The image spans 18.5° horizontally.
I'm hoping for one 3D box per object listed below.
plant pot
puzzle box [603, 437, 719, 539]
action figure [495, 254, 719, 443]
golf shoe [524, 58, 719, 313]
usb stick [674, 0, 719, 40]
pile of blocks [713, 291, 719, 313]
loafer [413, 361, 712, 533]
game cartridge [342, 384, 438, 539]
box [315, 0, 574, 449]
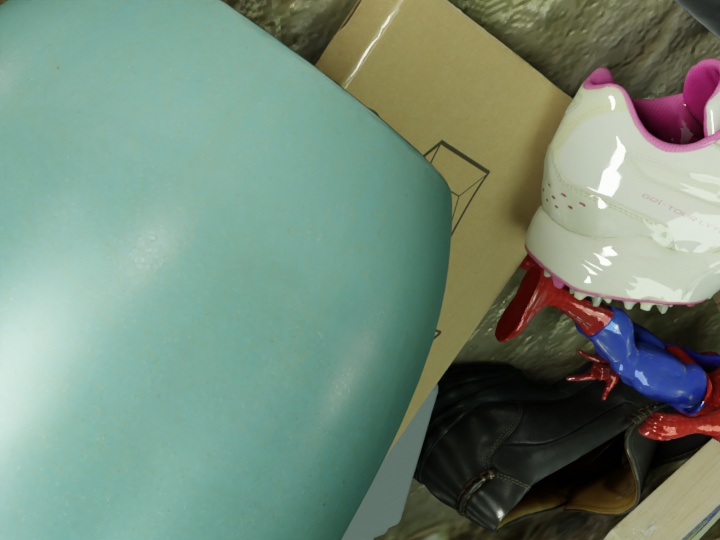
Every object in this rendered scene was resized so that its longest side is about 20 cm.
[{"bbox_3d":[-0.067,0.005,0.664,0.161,0.200,0.201,-54,146,-2],"label":"plant pot"},{"bbox_3d":[0.143,0.133,1.083,0.133,0.025,0.200,-37,165,-28],"label":"puzzle box"},{"bbox_3d":[0.128,0.045,0.950,0.200,0.065,0.052,25,101,-32],"label":"action figure"},{"bbox_3d":[0.164,-0.033,0.852,0.199,0.075,0.092,0,110,-15],"label":"golf shoe"},{"bbox_3d":[0.132,-0.117,0.804,0.055,0.033,0.200,-26,146,29],"label":"usb stick"},{"bbox_3d":[0.212,-0.038,0.952,0.062,0.082,0.200,-16,142,-26],"label":"pile of blocks"},{"bbox_3d":[0.105,0.086,1.021,0.199,0.072,0.073,-6,136,-38],"label":"loafer"},{"bbox_3d":[-0.066,0.094,0.915,0.199,0.041,0.134,-16,146,-27],"label":"game cartridge"},{"bbox_3d":[0.000,0.000,0.825,0.200,0.021,0.163,-56,145,5],"label":"box"}]
